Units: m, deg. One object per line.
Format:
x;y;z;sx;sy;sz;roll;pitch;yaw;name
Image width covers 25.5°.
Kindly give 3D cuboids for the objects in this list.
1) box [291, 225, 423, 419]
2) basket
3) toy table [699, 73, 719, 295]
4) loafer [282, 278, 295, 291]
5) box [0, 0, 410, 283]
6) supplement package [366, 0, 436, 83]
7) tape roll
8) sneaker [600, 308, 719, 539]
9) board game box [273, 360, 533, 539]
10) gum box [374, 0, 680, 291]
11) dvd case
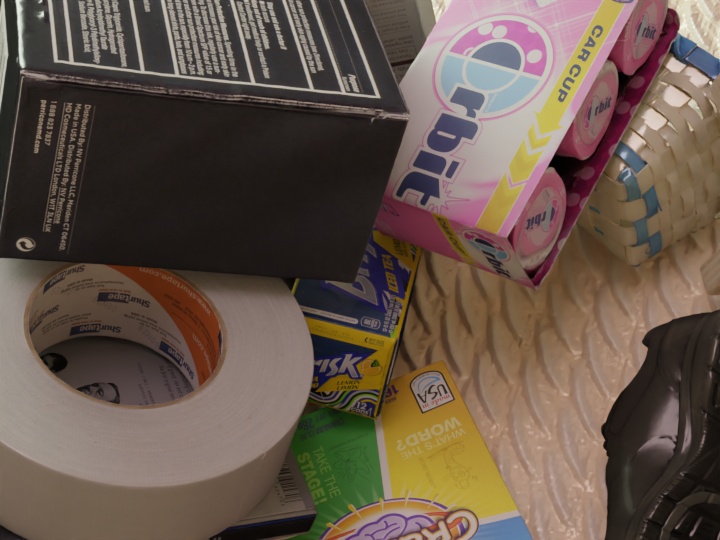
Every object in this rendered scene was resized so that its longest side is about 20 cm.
0.000;0.000;0.981;0.070;0.064;0.200;14;36;2;box
0.190;-0.115;1.021;0.200;0.139;0.176;-42;52;-12;basket
0.282;-0.034;0.900;0.117;0.184;0.200;-10;58;-17;toy table
-0.072;0.031;1.019;0.070;0.070;0.200;-6;40;16;loafer
-0.099;-0.101;0.876;0.198;0.123;0.200;4;38;-17;box
-0.007;-0.153;1.071;0.117;0.200;0.117;-10;46;7;supplement package
-0.129;0.052;0.841;0.200;0.066;0.200;11;44;-11;tape roll
0.170;0.112;0.878;0.091;0.076;0.200;-9;51;56;sneaker
0.016;0.158;0.893;0.153;0.040;0.200;-22;47;-4;board game box
0.093;-0.102;0.930;0.113;0.066;0.200;21;73;32;gum box
-0.140;0.093;0.865;0.200;0.025;0.150;-5;46;-25;dvd case
